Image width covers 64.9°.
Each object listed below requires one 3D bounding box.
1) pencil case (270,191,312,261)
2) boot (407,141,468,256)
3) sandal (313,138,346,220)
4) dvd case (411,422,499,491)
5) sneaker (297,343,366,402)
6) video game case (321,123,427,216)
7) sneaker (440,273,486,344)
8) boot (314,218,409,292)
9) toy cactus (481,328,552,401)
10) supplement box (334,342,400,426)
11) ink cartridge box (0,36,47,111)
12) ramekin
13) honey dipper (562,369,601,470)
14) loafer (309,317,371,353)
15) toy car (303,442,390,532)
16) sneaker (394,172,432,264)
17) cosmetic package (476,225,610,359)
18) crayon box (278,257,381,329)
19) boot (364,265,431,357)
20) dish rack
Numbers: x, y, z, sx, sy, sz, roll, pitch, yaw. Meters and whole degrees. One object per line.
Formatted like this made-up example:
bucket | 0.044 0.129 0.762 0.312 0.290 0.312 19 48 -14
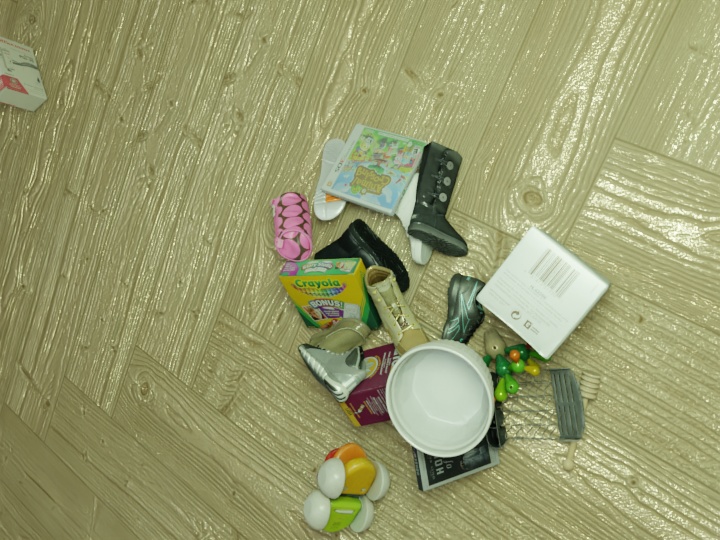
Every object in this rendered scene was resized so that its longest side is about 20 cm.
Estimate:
pencil case | -0.163 -0.105 1.324 0.092 0.092 0.201 -61 24 25
boot | 0.182 -0.150 1.204 0.065 0.163 0.205 -11 62 50
sandal | -0.059 -0.210 1.347 0.077 0.059 0.212 4 71 10
dvd case | 0.191 0.343 1.154 0.025 0.196 0.154 -16 83 61
sneaker | -0.050 0.197 1.237 0.115 0.076 0.199 -36 39 -15
video game case | 0.030 -0.231 1.269 0.197 0.022 0.185 22 78 30
sneaker | 0.217 0.111 1.194 0.078 0.075 0.205 8 94 24
boot | 0.000 0.000 1.306 0.201 0.077 0.168 48 129 -4
toy cactus | 0.271 0.176 1.122 0.198 0.166 0.102 -35 119 18
supplement box | 0.059 0.242 1.228 0.196 0.132 0.104 -19 119 25
ink cartridge box | -1.126 -0.639 1.832 0.082 0.146 0.204 -25 80 23
ramekin | 0.153 0.224 1.043 0.195 0.105 0.206 4 100 21
honey dipper | 0.430 0.297 1.108 0.037 0.038 0.205 14 98 26
loafer | -0.052 0.170 1.309 0.076 0.068 0.199 38 138 -22
toy car | -0.043 0.492 1.299 0.150 0.172 0.204 43 113 56
sneaker | 0.104 -0.114 1.256 0.113 0.073 0.205 0 81 28
cosmetic package | 0.347 0.037 1.056 0.167 0.199 0.168 41 107 20
crayon box | -0.064 0.055 1.289 0.196 0.059 0.174 -2 134 27
boot | 0.076 0.087 1.172 0.072 0.157 0.201 -27 33 -4
dish rack | 0.341 0.271 1.128 0.197 0.054 0.158 -12 83 38
